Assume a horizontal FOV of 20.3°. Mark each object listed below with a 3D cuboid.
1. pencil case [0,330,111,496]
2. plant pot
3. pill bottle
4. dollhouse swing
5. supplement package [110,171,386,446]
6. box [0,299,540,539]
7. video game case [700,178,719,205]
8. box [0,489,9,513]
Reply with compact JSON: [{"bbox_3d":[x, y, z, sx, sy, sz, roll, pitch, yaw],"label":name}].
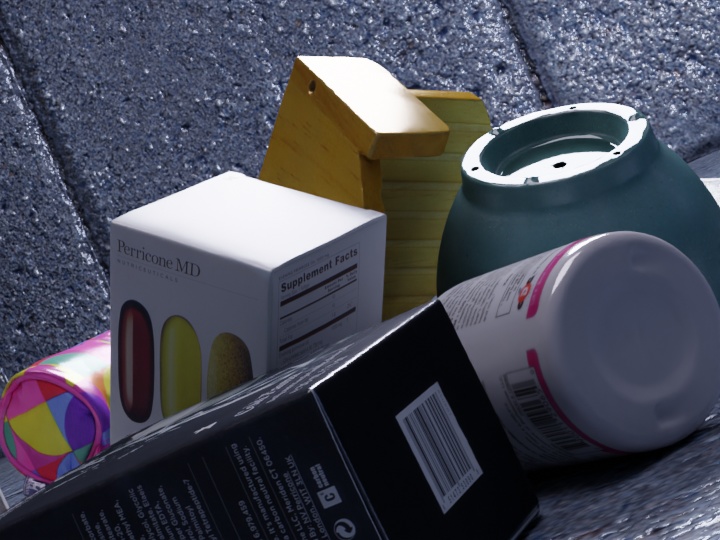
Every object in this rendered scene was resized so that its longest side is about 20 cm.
[{"bbox_3d":[-0.163,0.086,1.344,0.088,0.088,0.200,-24,4,25],"label":"pencil case"},{"bbox_3d":[0.134,-0.022,1.249,0.200,0.134,0.200,-13,25,6],"label":"plant pot"},{"bbox_3d":[0.095,0.052,1.089,0.113,0.113,0.200,-26,3,-30],"label":"pill bottle"},{"bbox_3d":[0.025,-0.013,1.261,0.176,0.200,0.182,7,22,-29],"label":"dollhouse swing"},{"bbox_3d":[-0.064,0.062,1.112,0.114,0.200,0.110,16,26,30],"label":"supplement package"},{"bbox_3d":[-0.047,0.120,0.936,0.197,0.124,0.200,-26,1,20],"label":"box"},{"bbox_3d":[0.204,-0.016,1.381,0.200,0.022,0.182,0,29,33],"label":"video game case"},{"bbox_3d":[-0.320,0.183,1.414,0.131,0.199,0.200,-26,3,-18],"label":"box"}]
